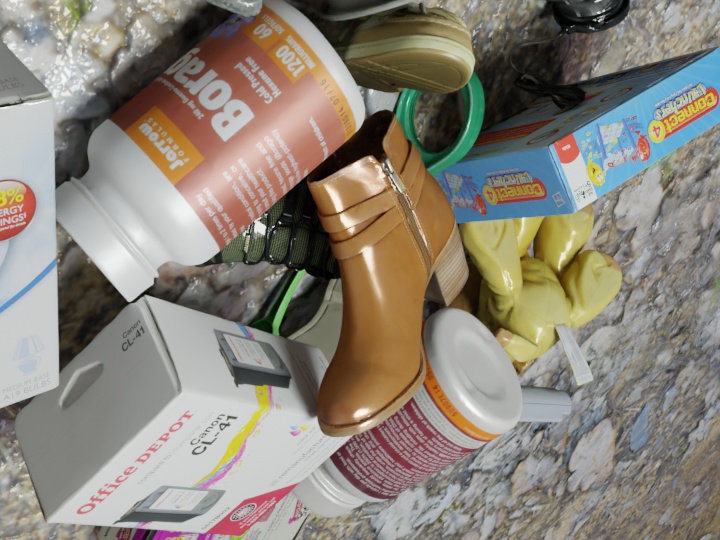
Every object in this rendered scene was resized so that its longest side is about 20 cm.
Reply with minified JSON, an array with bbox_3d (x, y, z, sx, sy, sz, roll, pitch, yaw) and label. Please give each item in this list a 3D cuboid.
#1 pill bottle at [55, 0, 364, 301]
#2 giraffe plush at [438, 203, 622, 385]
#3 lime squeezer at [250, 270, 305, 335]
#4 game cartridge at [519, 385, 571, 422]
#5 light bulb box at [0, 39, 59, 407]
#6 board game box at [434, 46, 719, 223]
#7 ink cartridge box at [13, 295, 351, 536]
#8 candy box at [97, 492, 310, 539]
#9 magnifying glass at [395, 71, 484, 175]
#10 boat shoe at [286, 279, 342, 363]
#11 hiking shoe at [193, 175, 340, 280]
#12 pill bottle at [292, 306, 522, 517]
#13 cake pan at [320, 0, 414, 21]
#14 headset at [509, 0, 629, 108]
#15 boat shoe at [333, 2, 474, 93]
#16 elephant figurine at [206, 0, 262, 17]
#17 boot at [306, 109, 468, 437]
[{"bbox_3d":[-0.103,-0.077,0.709,0.200,0.112,0.112,-42,144,-11],"label":"pill bottle"},{"bbox_3d":[0.142,0.034,1.048,0.172,0.201,0.162,5,157,-26],"label":"giraffe plush"},{"bbox_3d":[-0.106,0.058,0.895,0.199,0.038,0.071,-31,141,-22],"label":"lime squeezer"},{"bbox_3d":[0.086,0.126,1.050,0.133,0.199,0.042,17,74,-50],"label":"game cartridge"},{"bbox_3d":[-0.273,-0.016,0.571,0.197,0.125,0.201,-21,137,-34],"label":"light bulb box"},{"bbox_3d":[0.176,-0.110,0.913,0.195,0.200,0.056,-31,103,-24],"label":"board game box"},{"bbox_3d":[-0.118,0.112,0.772,0.148,0.086,0.200,-43,148,18],"label":"ink cartridge box"},{"bbox_3d":[-0.122,0.199,0.989,0.199,0.061,0.137,13,110,-51],"label":"candy box"},{"bbox_3d":[0.036,-0.084,0.897,0.022,0.080,0.200,-2,134,-44],"label":"magnifying glass"},{"bbox_3d":[-0.022,0.070,0.930,0.200,0.072,0.063,-59,156,-31],"label":"boat shoe"},{"bbox_3d":[-0.042,-0.035,0.823,0.199,0.101,0.076,-17,133,-37],"label":"hiking shoe"},{"bbox_3d":[0.029,0.127,0.931,0.200,0.115,0.114,-36,152,29],"label":"pill bottle"},{"bbox_3d":[0.060,-0.219,0.705,0.200,0.200,0.037,-32,111,-23],"label":"cake pan"},{"bbox_3d":[0.188,-0.234,0.894,0.123,0.094,0.201,26,93,-54],"label":"headset"},{"bbox_3d":[0.026,-0.156,0.720,0.073,0.201,0.064,14,94,-13],"label":"boat shoe"},{"bbox_3d":[-0.105,-0.255,0.542,0.155,0.141,0.201,-13,121,-79],"label":"elephant figurine"},{"bbox_3d":[0.000,0.000,0.758,0.200,0.073,0.155,-59,136,-37],"label":"boot"}]
